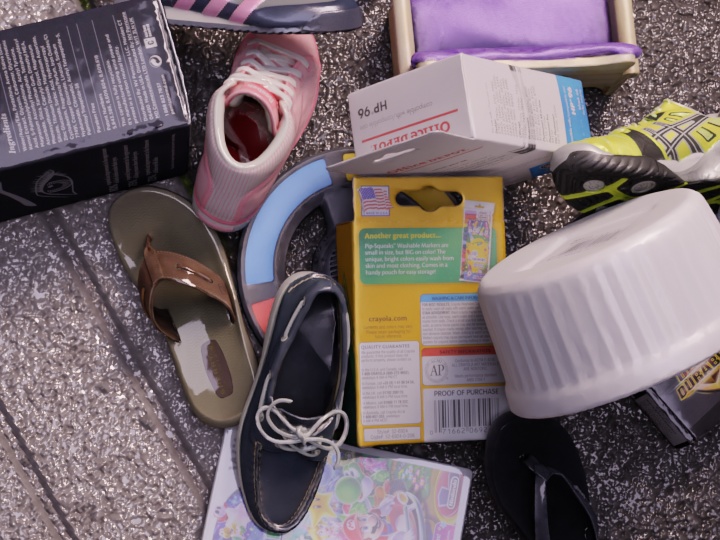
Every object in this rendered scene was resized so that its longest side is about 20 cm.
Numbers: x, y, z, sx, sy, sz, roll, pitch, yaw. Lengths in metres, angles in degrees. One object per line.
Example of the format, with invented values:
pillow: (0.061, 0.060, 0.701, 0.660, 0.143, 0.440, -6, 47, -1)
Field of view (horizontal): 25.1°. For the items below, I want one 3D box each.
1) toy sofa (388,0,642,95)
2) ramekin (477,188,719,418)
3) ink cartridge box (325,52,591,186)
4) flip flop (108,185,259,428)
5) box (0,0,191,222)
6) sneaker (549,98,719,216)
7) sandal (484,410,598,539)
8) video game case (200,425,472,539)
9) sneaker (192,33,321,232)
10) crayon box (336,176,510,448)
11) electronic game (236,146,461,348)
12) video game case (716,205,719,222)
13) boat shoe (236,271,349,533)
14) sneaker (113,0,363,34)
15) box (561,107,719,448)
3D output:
toy sofa: (0.124, -0.191, 1.309, 0.198, 0.098, 0.084, -3, 79, -7)
ramekin: (0.181, 0.019, 1.168, 0.199, 0.200, 0.099, -27, 97, -12)
ink cartridge box: (0.073, -0.111, 1.225, 0.199, 0.115, 0.069, 3, 76, -49)
flip flop: (-0.135, 0.025, 1.240, 0.080, 0.058, 0.202, -23, 81, 9)
box: (-0.234, -0.115, 1.219, 0.198, 0.148, 0.105, -14, 81, -11)
sneaker: (0.225, -0.090, 1.259, 0.198, 0.075, 0.077, -1, 66, -33)
sandal: (0.154, 0.196, 1.230, 0.076, 0.043, 0.202, -25, 103, -21)
video game case: (-0.021, 0.205, 1.250, 0.198, 0.018, 0.145, 13, 78, -5)
sneaker: (-0.072, -0.135, 1.252, 0.075, 0.105, 0.202, 21, 61, -3)
crayon box: (0.048, 0.031, 1.239, 0.124, 0.052, 0.203, -1, 88, -16)
electronic game: (0.000, 0.000, 1.282, 0.198, 0.042, 0.202, 2, 78, -8)
video game case: (0.394, 0.003, 1.233, 0.180, 0.201, 0.024, -1, 122, -16)
boat shoe: (-0.045, 0.103, 1.207, 0.074, 0.062, 0.202, 13, 94, -17)
sneaker: (-0.093, -0.227, 1.248, 0.198, 0.070, 0.083, 6, 101, 2)
box: (0.268, 0.006, 1.315, 0.199, 0.050, 0.199, -39, 87, -14)
